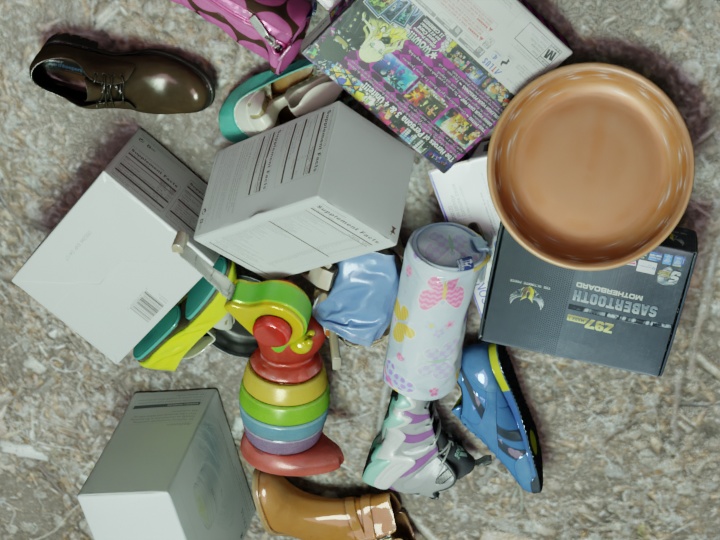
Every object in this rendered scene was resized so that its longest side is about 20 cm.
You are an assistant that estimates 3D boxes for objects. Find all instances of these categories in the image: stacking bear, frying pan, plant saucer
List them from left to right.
[{"bbox_3d":[-0.127,0.021,1.546,0.114,0.031,0.191,19,121,0],"label":"frying pan"},{"bbox_3d":[-0.082,0.123,1.536,0.113,0.122,0.201,-9,122,-21],"label":"stacking bear"},{"bbox_3d":[0.223,-0.100,1.309,0.199,0.037,0.201,0,91,7],"label":"plant saucer"}]

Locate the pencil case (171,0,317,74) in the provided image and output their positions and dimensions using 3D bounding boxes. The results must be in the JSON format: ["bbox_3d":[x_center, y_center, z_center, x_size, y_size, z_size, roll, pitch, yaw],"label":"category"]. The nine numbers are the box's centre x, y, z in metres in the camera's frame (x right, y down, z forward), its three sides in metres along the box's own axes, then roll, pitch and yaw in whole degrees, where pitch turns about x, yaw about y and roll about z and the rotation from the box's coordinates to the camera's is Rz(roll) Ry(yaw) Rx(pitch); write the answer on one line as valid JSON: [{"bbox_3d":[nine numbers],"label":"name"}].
[{"bbox_3d":[-0.143,-0.276,1.328,0.199,0.094,0.091,29,124,-4],"label":"pencil case"}]

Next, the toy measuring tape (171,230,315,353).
[{"bbox_3d":[-0.109,0.021,1.397,0.073,0.074,0.200,-26,126,27],"label":"toy measuring tape"}]

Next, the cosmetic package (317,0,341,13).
[{"bbox_3d":[-0.069,-0.348,1.288,0.200,0.051,0.082,42,123,-13],"label":"cosmetic package"}]

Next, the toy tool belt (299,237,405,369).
[{"bbox_3d":[0.000,0.000,1.446,0.124,0.123,0.201,14,123,5],"label":"toy tool belt"}]

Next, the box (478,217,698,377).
[{"bbox_3d":[0.232,0.017,1.388,0.199,0.051,0.158,13,123,6],"label":"box"}]

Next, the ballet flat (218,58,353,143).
[{"bbox_3d":[-0.076,-0.177,1.386,0.199,0.070,0.067,-23,113,26],"label":"ballet flat"}]

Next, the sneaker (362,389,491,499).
[{"bbox_3d":[0.093,0.196,1.580,0.139,0.078,0.200,19,133,0],"label":"sneaker"}]

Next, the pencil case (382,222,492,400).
[{"bbox_3d":[0.079,0.045,1.433,0.090,0.083,0.201,-12,133,-28],"label":"pencil case"}]

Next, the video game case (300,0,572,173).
[{"bbox_3d":[0.074,-0.217,1.304,0.200,0.036,0.181,37,112,-24],"label":"video game case"}]

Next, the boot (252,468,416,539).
[{"bbox_3d":[-0.032,0.299,1.675,0.154,0.074,0.200,-18,127,25],"label":"boot"}]

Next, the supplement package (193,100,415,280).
[{"bbox_3d":[-0.058,-0.076,1.365,0.114,0.110,0.200,30,150,-35],"label":"supplement package"}]

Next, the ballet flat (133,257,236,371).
[{"bbox_3d":[-0.184,0.055,1.538,0.067,0.067,0.200,28,128,-27],"label":"ballet flat"}]

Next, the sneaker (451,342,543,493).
[{"bbox_3d":[0.154,0.173,1.546,0.078,0.066,0.201,-17,111,16],"label":"sneaker"}]

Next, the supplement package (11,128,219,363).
[{"bbox_3d":[-0.260,-0.025,1.504,0.156,0.111,0.200,40,123,-11],"label":"supplement package"}]

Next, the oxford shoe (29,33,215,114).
[{"bbox_3d":[-0.253,-0.192,1.415,0.199,0.085,0.073,9,121,7],"label":"oxford shoe"}]

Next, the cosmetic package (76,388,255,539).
[{"bbox_3d":[-0.229,0.285,1.636,0.122,0.200,0.200,-4,121,17],"label":"cosmetic package"}]

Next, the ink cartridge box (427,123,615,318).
[{"bbox_3d":[0.195,-0.052,1.411,0.199,0.043,0.199,-12,118,19],"label":"ink cartridge box"}]
